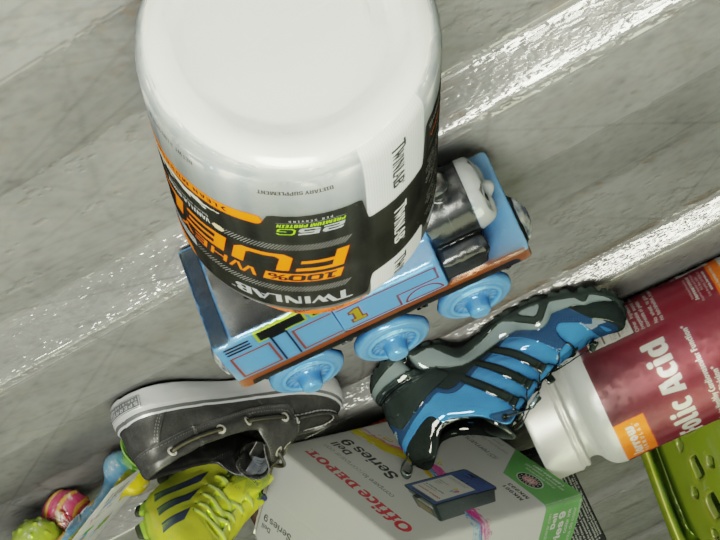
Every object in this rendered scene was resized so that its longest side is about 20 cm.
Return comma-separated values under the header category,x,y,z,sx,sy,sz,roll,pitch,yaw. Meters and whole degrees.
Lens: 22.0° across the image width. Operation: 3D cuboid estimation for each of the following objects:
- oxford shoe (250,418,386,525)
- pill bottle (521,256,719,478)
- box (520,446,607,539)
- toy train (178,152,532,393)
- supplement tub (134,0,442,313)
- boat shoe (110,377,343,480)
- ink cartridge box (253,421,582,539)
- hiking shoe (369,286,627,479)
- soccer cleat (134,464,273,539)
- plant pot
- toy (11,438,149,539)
category,x,y,z,sx,sy,sz,roll,pitch,yaw
oxford shoe,0.001,0.168,1.484,0.199,0.073,0.071,-16,160,-18
pill bottle,0.220,0.078,1.430,0.199,0.115,0.114,-25,160,6
box,0.102,0.247,1.662,0.199,0.107,0.122,-24,178,-35
toy train,0.000,0.000,1.038,0.199,0.087,0.114,-24,155,4
supplement tub,-0.026,-0.058,0.795,0.122,0.123,0.200,-20,160,-6
boat shoe,-0.081,0.111,1.258,0.070,0.067,0.199,-35,157,33
ink cartridge box,0.043,0.184,1.370,0.199,0.145,0.088,-9,121,-42
hiking shoe,0.109,0.080,1.355,0.199,0.087,0.074,-23,161,0
soccer cleat,-0.101,0.161,1.267,0.083,0.065,0.200,-23,-166,8
plant pot,0.353,0.142,1.632,0.198,0.201,0.181,-11,165,-30
toy,-0.210,0.182,1.310,0.200,0.047,0.115,-45,176,27
